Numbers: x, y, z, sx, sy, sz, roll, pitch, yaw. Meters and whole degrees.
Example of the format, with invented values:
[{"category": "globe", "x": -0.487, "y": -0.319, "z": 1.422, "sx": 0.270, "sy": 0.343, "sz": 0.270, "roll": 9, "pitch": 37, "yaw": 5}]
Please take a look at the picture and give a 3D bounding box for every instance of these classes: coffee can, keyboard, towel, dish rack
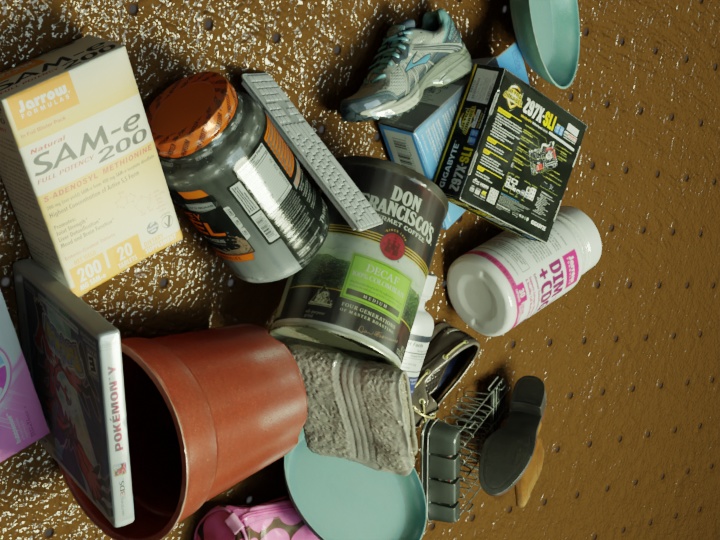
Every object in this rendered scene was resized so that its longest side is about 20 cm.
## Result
[{"category": "coffee can", "x": 0.000, "y": 0.000, "z": 1.251, "sx": 0.146, "sy": 0.146, "sz": 0.201, "roll": 40, "pitch": 60, "yaw": -45}, {"category": "keyboard", "x": -0.049, "y": -0.122, "z": 1.180, "sx": 0.011, "sy": 0.200, "sz": 0.056, "roll": -42, "pitch": 171, "yaw": 32}, {"category": "towel", "x": -0.007, "y": 0.155, "z": 1.253, "sx": 0.200, "sy": 0.132, "sz": 0.035, "roll": 79, "pitch": 28, "yaw": -50}, {"category": "dish rack", "x": 0.147, "y": 0.238, "z": 1.584, "sx": 0.200, "sy": 0.054, "sz": 0.154, "roll": -37, "pitch": 133, "yaw": -53}]

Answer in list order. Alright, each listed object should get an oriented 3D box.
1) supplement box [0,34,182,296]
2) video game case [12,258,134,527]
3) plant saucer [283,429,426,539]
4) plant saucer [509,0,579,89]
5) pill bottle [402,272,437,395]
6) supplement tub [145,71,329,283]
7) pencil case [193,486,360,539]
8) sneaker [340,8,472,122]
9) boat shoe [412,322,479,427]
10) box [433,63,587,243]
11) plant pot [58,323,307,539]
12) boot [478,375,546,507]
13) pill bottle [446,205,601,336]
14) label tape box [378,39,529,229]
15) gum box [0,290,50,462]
[{"category": "supplement box", "x": -0.252, "y": -0.094, "z": 1.053, "sx": 0.126, "sy": 0.073, "sz": 0.201, "roll": -32, "pitch": 126, "yaw": -29}, {"category": "video game case", "x": -0.258, "y": 0.104, "z": 1.036, "sx": 0.023, "sy": 0.200, "sz": 0.183, "roll": -15, "pitch": 116, "yaw": -33}, {"category": "plant saucer", "x": -0.010, "y": 0.258, "z": 1.378, "sx": 0.200, "sy": 0.201, "sz": 0.027, "roll": -2, "pitch": 144, "yaw": -44}, {"category": "plant saucer", "x": 0.221, "y": -0.319, "z": 1.419, "sx": 0.200, "sy": 0.036, "sz": 0.201, "roll": 15, "pitch": 73, "yaw": -61}, {"category": "pill bottle", "x": 0.021, "y": 0.089, "z": 1.372, "sx": 0.111, "sy": 0.111, "sz": 0.201, "roll": 14, "pitch": 96, "yaw": -46}, {"category": "supplement tub", "x": -0.123, "y": -0.091, "z": 1.149, "sx": 0.123, "sy": 0.122, "sz": 0.200, "roll": -50, "pitch": 133, "yaw": -18}, {"category": "pencil case", "x": -0.092, "y": 0.299, "z": 1.361, "sx": 0.199, "sy": 0.091, "sz": 0.094, "roll": -3, "pitch": 148, "yaw": -46}, {"category": "sneaker", "x": 0.040, "y": -0.230, "z": 1.304, "sx": 0.200, "sy": 0.077, "sz": 0.087, "roll": -38, "pitch": 118, "yaw": -37}, {"category": "boat shoe", "x": 0.077, "y": 0.156, "z": 1.490, "sx": 0.200, "sy": 0.059, "sz": 0.072, "roll": -50, "pitch": 135, "yaw": -18}, {"category": "box", "x": 0.183, "y": -0.135, "z": 1.395, "sx": 0.200, "sy": 0.049, "sz": 0.160, "roll": 20, "pitch": 87, "yaw": -48}, {"category": "plant pot", "x": -0.170, "y": 0.143, "z": 1.160, "sx": 0.195, "sy": 0.200, "sz": 0.202, "roll": -15, "pitch": 117, "yaw": -50}, {"category": "boot", "x": 0.213, "y": 0.272, "z": 1.628, "sx": 0.200, "sy": 0.068, "sz": 0.189, "roll": 81, "pitch": 23, "yaw": -50}, {"category": "pill bottle", "x": 0.218, "y": -0.005, "z": 1.526, "sx": 0.200, "sy": 0.113, "sz": 0.114, "roll": -30, "pitch": 125, "yaw": -34}, {"category": "label tape box", "x": 0.124, "y": -0.169, "z": 1.404, "sx": 0.200, "sy": 0.063, "sz": 0.145, "roll": -44, "pitch": 132, "yaw": -27}, {"category": "gum box", "x": -0.360, "y": 0.091, "z": 1.026, "sx": 0.113, "sy": 0.066, "sz": 0.201, "roll": -32, "pitch": 126, "yaw": -33}]
